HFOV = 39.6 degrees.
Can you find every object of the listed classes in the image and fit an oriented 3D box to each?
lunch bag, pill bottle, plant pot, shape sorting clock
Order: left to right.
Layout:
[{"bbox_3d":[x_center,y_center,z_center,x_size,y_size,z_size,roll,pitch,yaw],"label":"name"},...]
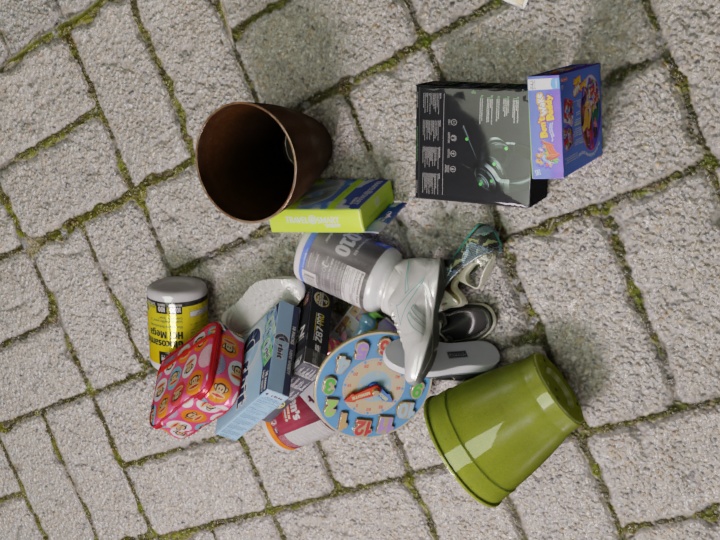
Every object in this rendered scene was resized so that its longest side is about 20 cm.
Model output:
[{"bbox_3d":[-0.339,0.121,1.868,0.112,0.112,0.201,8,108,26],"label":"pill bottle"},{"bbox_3d":[-0.281,0.182,1.739,0.082,0.177,0.200,30,133,-29],"label":"lunch bag"},{"bbox_3d":[-0.133,-0.188,1.616,0.186,0.200,0.188,8,107,26],"label":"plant pot"},{"bbox_3d":[-0.071,0.239,1.759,0.199,0.109,0.110,-26,91,32],"label":"pill bottle"},{"bbox_3d":[0.000,0.000,1.649,0.199,0.114,0.114,24,114,20],"label":"pill bottle"},{"bbox_3d":[0.022,0.189,1.625,0.199,0.039,0.201,-7,120,-12],"label":"shape sorting clock"},{"bbox_3d":[0.235,0.232,1.560,0.193,0.200,0.201,-37,86,19],"label":"plant pot"}]

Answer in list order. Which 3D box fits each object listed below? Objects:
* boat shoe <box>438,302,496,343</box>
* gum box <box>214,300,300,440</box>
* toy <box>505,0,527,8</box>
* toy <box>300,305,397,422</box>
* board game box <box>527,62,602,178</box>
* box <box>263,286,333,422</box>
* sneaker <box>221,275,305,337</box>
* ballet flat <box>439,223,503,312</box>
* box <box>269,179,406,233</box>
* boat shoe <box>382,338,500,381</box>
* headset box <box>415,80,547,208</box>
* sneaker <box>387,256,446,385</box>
[{"bbox_3d":[0.128,0.105,1.639,0.199,0.068,0.072,-18,94,30],"label":"boat shoe"},{"bbox_3d":[-0.174,0.171,1.690,0.044,0.171,0.200,23,141,-23],"label":"gum box"},{"bbox_3d":[0.218,-0.488,1.419,0.115,0.047,0.201,29,117,16],"label":"toy"},{"bbox_3d":[-0.037,0.140,1.679,0.200,0.047,0.115,-50,46,0],"label":"toy"},{"bbox_3d":[0.286,-0.210,1.382,0.045,0.200,0.135,2,105,28],"label":"board game box"},{"bbox_3d":[-0.118,0.146,1.713,0.049,0.162,0.200,23,137,-22],"label":"box"},{"bbox_3d":[-0.161,0.052,1.756,0.199,0.080,0.077,-27,93,40],"label":"sneaker"},{"bbox_3d":[0.156,0.017,1.589,0.074,0.074,0.200,42,119,12],"label":"ballet flat"},{"bbox_3d":[-0.039,-0.105,1.632,0.199,0.122,0.048,2,119,28],"label":"box"},{"bbox_3d":[0.126,0.150,1.596,0.057,0.199,0.069,113,152,-46],"label":"boat shoe"},{"bbox_3d":[0.189,-0.193,1.502,0.199,0.093,0.175,6,107,26],"label":"headset box"},{"bbox_3d":[0.082,0.076,1.539,0.080,0.070,0.202,4,76,16],"label":"sneaker"}]
